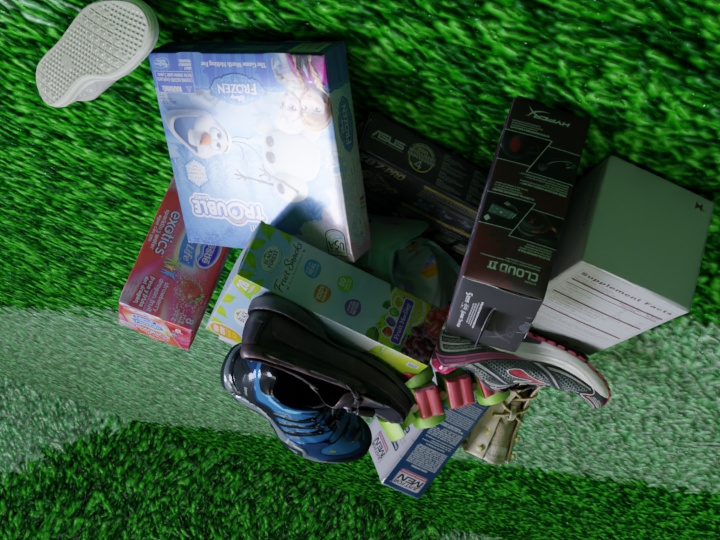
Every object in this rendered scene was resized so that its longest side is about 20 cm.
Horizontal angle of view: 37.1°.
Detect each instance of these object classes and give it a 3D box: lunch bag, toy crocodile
[{"bbox_3d":[0.000,0.000,1.142,0.169,0.123,0.200,12,166,27],"label":"lunch bag"},{"bbox_3d":[0.108,0.126,1.169,0.199,0.068,0.062,-20,-167,-13],"label":"toy crocodile"}]

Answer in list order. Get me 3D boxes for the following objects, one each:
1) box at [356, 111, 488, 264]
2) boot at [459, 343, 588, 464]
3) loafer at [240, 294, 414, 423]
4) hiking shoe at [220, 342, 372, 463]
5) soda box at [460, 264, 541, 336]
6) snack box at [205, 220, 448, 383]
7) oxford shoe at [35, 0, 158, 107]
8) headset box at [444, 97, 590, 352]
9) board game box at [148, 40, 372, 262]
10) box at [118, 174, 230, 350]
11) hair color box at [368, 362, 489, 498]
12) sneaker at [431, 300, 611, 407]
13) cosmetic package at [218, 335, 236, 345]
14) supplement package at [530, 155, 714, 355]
[{"bbox_3d":[0.057,-0.078,1.130,0.199,0.049,0.161,25,161,-16],"label":"box"},{"bbox_3d":[0.186,0.155,1.271,0.072,0.156,0.200,21,172,-24],"label":"boot"},{"bbox_3d":[-0.034,0.099,1.001,0.200,0.063,0.072,38,147,-28],"label":"loafer"},{"bbox_3d":[-0.051,0.144,1.091,0.200,0.075,0.086,37,155,-33],"label":"hiking shoe"},{"bbox_3d":[0.179,0.031,1.276,0.199,0.064,0.068,17,160,3],"label":"soda box"},{"bbox_3d":[-0.039,0.049,1.059,0.199,0.068,0.169,26,154,-7],"label":"snack box"},{"bbox_3d":[-0.249,-0.213,1.048,0.058,0.076,0.199,-16,178,-43],"label":"oxford shoe"},{"bbox_3d":[0.137,-0.028,0.972,0.075,0.201,0.149,16,160,5],"label":"headset box"},{"bbox_3d":[-0.095,-0.114,1.019,0.199,0.043,0.200,7,120,29],"label":"board game box"},{"bbox_3d":[-0.209,-0.019,1.285,0.095,0.201,0.100,22,159,-4],"label":"box"},{"bbox_3d":[0.091,0.161,1.282,0.060,0.200,0.100,28,-163,-26],"label":"hair color box"},{"bbox_3d":[0.168,0.100,1.126,0.199,0.075,0.081,23,-179,-6],"label":"sneaker"},{"bbox_3d":[-0.124,0.001,1.335,0.051,0.152,0.200,19,159,-3],"label":"cosmetic package"},{"bbox_3d":[0.235,-0.008,1.056,0.117,0.117,0.200,24,158,-8],"label":"supplement package"}]
